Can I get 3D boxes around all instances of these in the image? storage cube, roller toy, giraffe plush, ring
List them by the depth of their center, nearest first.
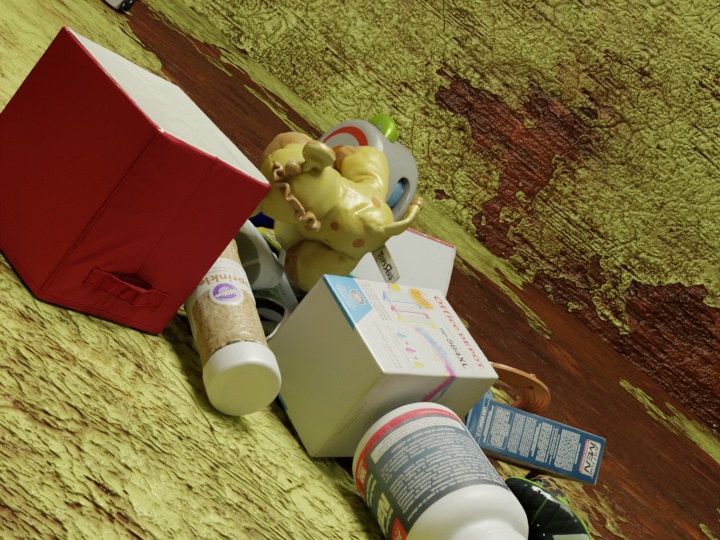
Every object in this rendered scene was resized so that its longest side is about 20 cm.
[{"bbox_3d":[-0.222,-0.077,1.216,0.200,0.180,0.171,45,12,33],"label":"storage cube"},{"bbox_3d":[-0.052,-0.075,1.411,0.162,0.173,0.200,34,4,-39],"label":"giraffe plush"},{"bbox_3d":[0.128,0.139,1.607,0.200,0.199,0.019,30,57,-42],"label":"ring"},{"bbox_3d":[0.002,-0.157,2.349,0.139,0.199,0.184,29,50,-43],"label":"roller toy"}]

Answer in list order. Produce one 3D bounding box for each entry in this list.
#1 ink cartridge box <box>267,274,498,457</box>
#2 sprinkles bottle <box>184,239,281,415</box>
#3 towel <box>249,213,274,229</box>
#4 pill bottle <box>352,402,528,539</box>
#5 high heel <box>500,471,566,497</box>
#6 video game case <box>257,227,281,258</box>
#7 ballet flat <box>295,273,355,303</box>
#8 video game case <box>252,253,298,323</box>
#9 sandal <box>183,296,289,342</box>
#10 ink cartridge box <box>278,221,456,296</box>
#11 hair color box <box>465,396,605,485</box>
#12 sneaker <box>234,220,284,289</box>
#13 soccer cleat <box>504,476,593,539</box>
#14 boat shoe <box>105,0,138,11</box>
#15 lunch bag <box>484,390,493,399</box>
[{"bbox_3d":[0.026,0.098,1.336,0.199,0.125,0.129,6,42,-46],"label":"ink cartridge box"},{"bbox_3d":[-0.129,0.044,1.257,0.068,0.068,0.201,31,23,-38],"label":"sprinkles bottle"},{"bbox_3d":[-0.113,-0.074,1.683,0.198,0.050,0.148,13,-16,-16],"label":"towel"},{"bbox_3d":[0.079,0.220,1.190,0.119,0.120,0.200,32,12,-35],"label":"pill bottle"},{"bbox_3d":[0.162,0.240,1.524,0.142,0.071,0.200,43,17,-6],"label":"high heel"},{"bbox_3d":[-0.055,0.020,1.825,0.200,0.026,0.180,45,11,21],"label":"video game case"},{"bbox_3d":[-0.048,0.052,1.555,0.067,0.069,0.200,10,-14,-6],"label":"ballet flat"},{"bbox_3d":[-0.165,-0.015,1.529,0.199,0.022,0.182,26,15,-25],"label":"video game case"},{"bbox_3d":[-0.103,0.059,1.394,0.080,0.057,0.201,46,10,30],"label":"sandal"},{"bbox_3d":[0.000,0.000,1.622,0.146,0.084,0.200,20,-16,-23],"label":"ink cartridge box"},{"bbox_3d":[0.182,0.199,1.601,0.199,0.061,0.100,21,-11,-26],"label":"hair color box"},{"bbox_3d":[-0.160,-0.046,1.480,0.201,0.070,0.080,49,14,25],"label":"sneaker"},{"bbox_3d":[0.210,0.301,1.392,0.200,0.081,0.068,48,-33,9],"label":"soccer cleat"},{"bbox_3d":[-0.522,-0.590,2.665,0.200,0.075,0.093,48,4,0],"label":"boat shoe"},{"bbox_3d":[0.122,0.143,1.767,0.200,0.094,0.151,51,13,-5],"label":"lunch bag"}]
